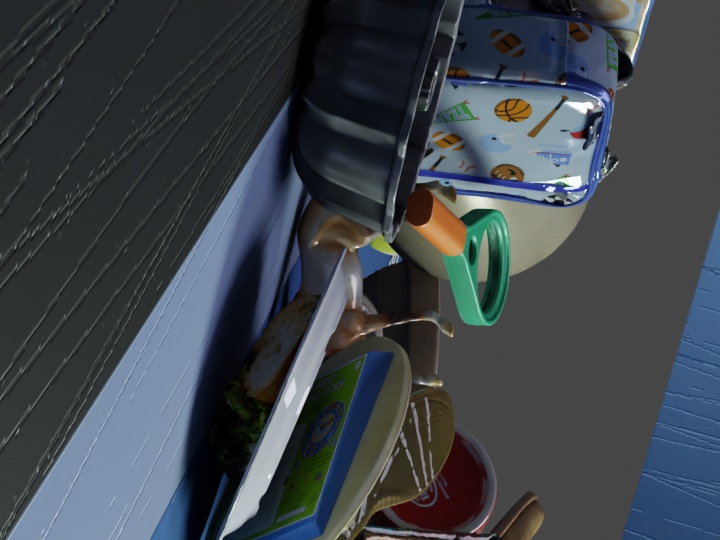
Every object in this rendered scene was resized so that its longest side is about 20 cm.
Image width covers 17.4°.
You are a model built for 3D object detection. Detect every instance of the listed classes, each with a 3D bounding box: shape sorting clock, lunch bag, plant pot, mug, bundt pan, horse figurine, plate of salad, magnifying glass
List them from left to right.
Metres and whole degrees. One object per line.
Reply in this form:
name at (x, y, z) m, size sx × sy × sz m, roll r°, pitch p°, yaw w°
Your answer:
plate of salad at (-0.057, 0.074, 1.419) m, size 0.200 × 0.048 × 0.201 m, roll -157°, pitch -90°, yaw -89°
shape sorting clock at (-0.034, 0.128, 1.483) m, size 0.200 × 0.039 × 0.201 m, roll -45°, pitch -155°, yaw 27°
horse figurine at (0.000, 0.000, 1.602) m, size 0.050 × 0.131 × 0.202 m, roll -158°, pitch -107°, yaw -81°
mug at (0.005, 0.194, 1.823) m, size 0.134 × 0.177 × 0.200 m, roll -58°, pitch 179°, yaw -37°
plant pot at (0.011, 0.082, 1.938) m, size 0.201 × 0.092 × 0.203 m, roll -176°, pitch -90°, yaw -88°
bundt pan at (0.010, -0.123, 1.458) m, size 0.202 × 0.075 × 0.204 m, roll 15°, pitch 90°, yaw -86°
plant pot at (0.074, -0.115, 1.805) m, size 0.200 × 0.186 × 0.189 m, roll 59°, pitch 45°, yaw -64°
magnifying glass at (0.067, -0.016, 1.571) m, size 0.200 × 0.022 × 0.080 m, roll 40°, pitch 57°, yaw -69°
lunch bag at (0.084, -0.109, 1.638) m, size 0.161 × 0.198 × 0.076 m, roll 98°, pitch 0°, yaw -55°

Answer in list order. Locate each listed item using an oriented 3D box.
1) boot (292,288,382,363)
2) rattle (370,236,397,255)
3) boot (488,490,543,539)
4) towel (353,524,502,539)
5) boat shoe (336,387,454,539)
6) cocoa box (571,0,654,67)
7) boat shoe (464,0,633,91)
boot at (-0.042, 0.117, 1.674) m, size 0.201 × 0.073 × 0.151 m, roll 108°, pitch 1°, yaw -50°
rattle at (0.088, -0.083, 2.229) m, size 0.200 × 0.142 × 0.131 m, roll -49°, pitch 136°, yaw -67°
boot at (0.106, 0.258, 1.832) m, size 0.200 × 0.075 × 0.074 m, roll -55°, pitch 170°, yaw -38°
towel at (-0.005, 0.244, 1.733) m, size 0.200 × 0.146 × 0.022 m, roll -45°, pitch -127°, yaw 35°
boat shoe at (-0.008, 0.132, 1.604) m, size 0.200 × 0.066 × 0.075 m, roll -31°, pitch 119°, yaw -48°
cocoa box at (0.141, -0.266, 1.826) m, size 0.134 × 0.198 × 0.132 m, roll -70°, pitch 174°, yaw -50°
boat shoe at (0.144, -0.169, 1.730) m, size 0.200 × 0.066 × 0.070 m, roll 31°, pitch 43°, yaw -54°
